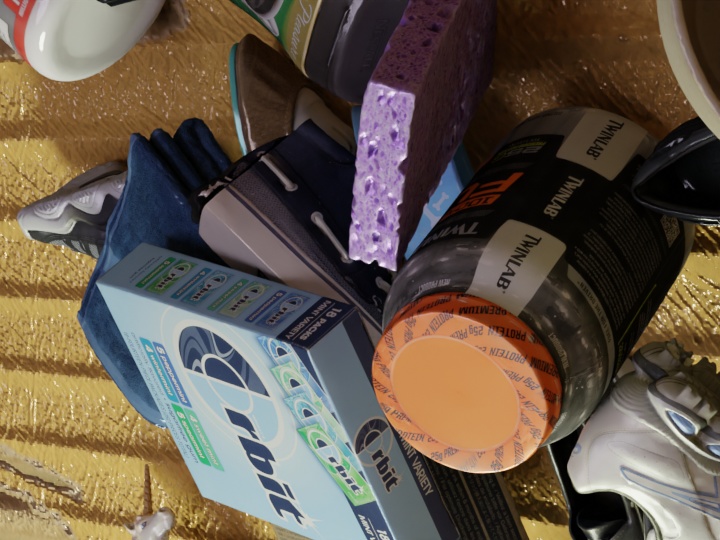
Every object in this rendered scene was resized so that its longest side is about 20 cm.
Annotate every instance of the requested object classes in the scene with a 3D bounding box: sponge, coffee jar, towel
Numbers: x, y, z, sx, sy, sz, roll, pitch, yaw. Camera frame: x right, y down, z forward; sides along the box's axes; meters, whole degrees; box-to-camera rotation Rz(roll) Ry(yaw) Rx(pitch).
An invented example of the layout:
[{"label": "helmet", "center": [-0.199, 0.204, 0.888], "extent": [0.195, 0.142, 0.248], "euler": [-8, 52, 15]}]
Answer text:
[{"label": "sponge", "center": [0.038, -0.100, 1.463], "extent": [0.030, 0.200, 0.112], "euler": [13, 127, 11]}, {"label": "coffee jar", "center": [-0.039, -0.186, 1.580], "extent": [0.200, 0.085, 0.105], "euler": [41, 133, 25]}, {"label": "towel", "center": [-0.119, 0.007, 1.718], "extent": [0.112, 0.048, 0.200], "euler": [54, 143, 23]}]

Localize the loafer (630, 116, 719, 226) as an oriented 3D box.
[{"label": "loafer", "center": [0.218, -0.051, 1.375], "extent": [0.200, 0.070, 0.068], "euler": [-4, 110, 51]}]

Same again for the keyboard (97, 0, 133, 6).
[{"label": "keyboard", "center": [-0.097, -0.213, 1.549], "extent": [0.200, 0.040, 0.104], "euler": [-9, 121, 42]}]

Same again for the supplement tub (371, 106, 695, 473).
[{"label": "supplement tub", "center": [0.089, 0.010, 1.446], "extent": [0.122, 0.200, 0.123], "euler": [14, 126, 20]}]

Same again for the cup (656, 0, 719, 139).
[{"label": "cup", "center": [0.217, -0.122, 1.254], "extent": [0.201, 0.200, 0.143], "euler": [61, 171, -2]}]

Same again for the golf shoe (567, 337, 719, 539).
[{"label": "golf shoe", "center": [0.193, 0.121, 1.456], "extent": [0.200, 0.078, 0.097], "euler": [37, 108, -21]}]

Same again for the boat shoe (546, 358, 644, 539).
[{"label": "boat shoe", "center": [0.146, 0.142, 1.609], "extent": [0.069, 0.057, 0.201], "euler": [3, 116, 49]}]

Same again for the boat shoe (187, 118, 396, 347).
[{"label": "boat shoe", "center": [0.000, 0.000, 1.593], "extent": [0.200, 0.093, 0.075], "euler": [46, 161, 9]}]

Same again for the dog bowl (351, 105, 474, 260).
[{"label": "dog bowl", "center": [0.053, -0.008, 1.583], "extent": [0.049, 0.112, 0.201], "euler": [-19, 102, 8]}]

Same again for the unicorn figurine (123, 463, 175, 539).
[{"label": "unicorn figurine", "center": [-0.099, 0.226, 1.945], "extent": [0.200, 0.074, 0.137], "euler": [54, 155, -2]}]

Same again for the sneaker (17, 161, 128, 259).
[{"label": "sneaker", "center": [-0.151, -0.011, 1.846], "extent": [0.200, 0.075, 0.114], "euler": [-10, 109, 54]}]

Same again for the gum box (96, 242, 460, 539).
[{"label": "gum box", "center": [-0.049, 0.079, 1.608], "extent": [0.200, 0.045, 0.170], "euler": [15, 138, 47]}]

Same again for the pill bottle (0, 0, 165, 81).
[{"label": "pill bottle", "center": [-0.222, -0.219, 1.750], "extent": [0.200, 0.116, 0.116], "euler": [41, 140, 23]}]

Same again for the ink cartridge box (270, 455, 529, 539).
[{"label": "ink cartridge box", "center": [0.007, 0.126, 1.721], "extent": [0.200, 0.075, 0.165], "euler": [8, 124, 58]}]

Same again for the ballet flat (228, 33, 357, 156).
[{"label": "ballet flat", "center": [-0.030, -0.045, 1.679], "extent": [0.072, 0.068, 0.201], "euler": [-4, 95, 23]}]
